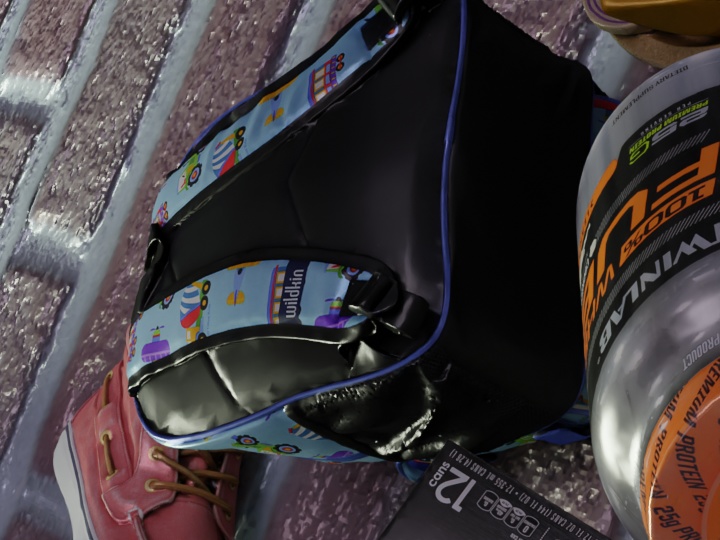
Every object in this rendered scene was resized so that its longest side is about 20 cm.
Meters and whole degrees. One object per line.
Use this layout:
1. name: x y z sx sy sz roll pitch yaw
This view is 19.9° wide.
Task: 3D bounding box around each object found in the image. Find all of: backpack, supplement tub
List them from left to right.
1. backpack: 0.000 0.000 0.839 0.200 0.134 0.183 -25 51 42
2. supplement tub: 0.128 0.019 0.618 0.123 0.122 0.200 -48 15 22

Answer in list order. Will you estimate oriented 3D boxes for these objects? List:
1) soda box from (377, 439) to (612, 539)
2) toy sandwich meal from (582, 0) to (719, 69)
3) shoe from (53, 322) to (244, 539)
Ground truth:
1. soda box: 0.093 0.133 0.612 0.200 0.071 0.063 31 78 30
2. toy sandwich meal: 0.152 -0.174 0.807 0.205 0.070 0.206 -31 46 38
3. shoe: -0.086 0.096 0.945 0.091 0.071 0.200 -61 30 15
